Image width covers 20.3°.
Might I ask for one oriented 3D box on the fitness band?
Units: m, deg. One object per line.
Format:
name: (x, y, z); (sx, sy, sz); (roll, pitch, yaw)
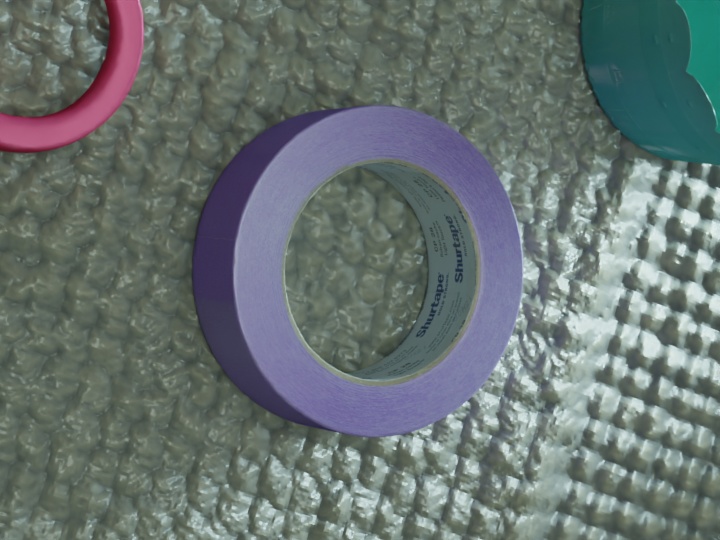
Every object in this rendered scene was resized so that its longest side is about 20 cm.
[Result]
fitness band: (-0.213, -0.157, 1.140); (0.200, 0.037, 0.144); (43, 73, -21)

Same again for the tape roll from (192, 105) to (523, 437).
tape roll: (0.000, 0.000, 1.239); (0.199, 0.066, 0.201); (-1, 93, -27)

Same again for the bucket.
bucket: (0.254, -0.162, 1.327); (0.206, 0.135, 0.208); (-1, 93, -27)
